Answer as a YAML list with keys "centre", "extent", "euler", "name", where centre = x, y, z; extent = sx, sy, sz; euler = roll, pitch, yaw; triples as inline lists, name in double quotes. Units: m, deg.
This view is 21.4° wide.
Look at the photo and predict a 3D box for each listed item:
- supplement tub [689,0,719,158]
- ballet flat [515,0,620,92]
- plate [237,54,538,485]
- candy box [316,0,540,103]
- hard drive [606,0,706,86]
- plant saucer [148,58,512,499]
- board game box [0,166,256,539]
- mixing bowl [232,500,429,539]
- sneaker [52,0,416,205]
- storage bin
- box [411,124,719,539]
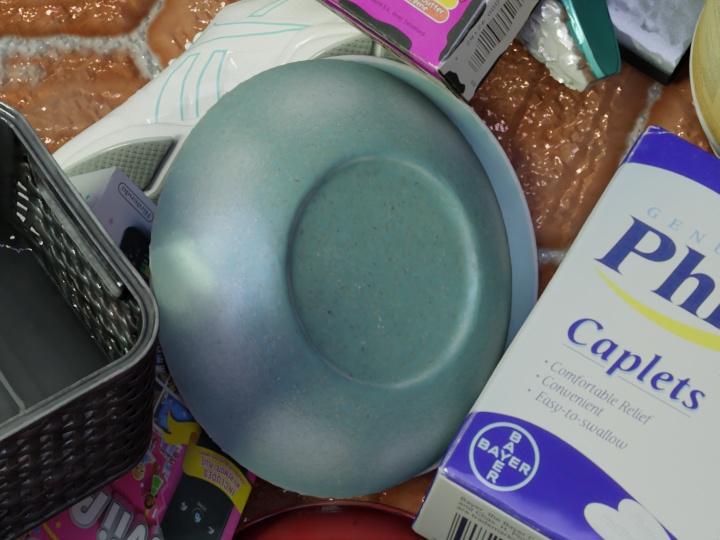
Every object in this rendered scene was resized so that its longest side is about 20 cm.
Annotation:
- centre: [0.226, -0.106, 0.858]
  extent: [0.143, 0.200, 0.146]
  euler: [-1, 78, 3]
  name: "supplement tub"
- centre: [0.074, -0.172, 0.926]
  extent: [0.071, 0.072, 0.201]
  euler: [-13, 76, 1]
  name: "ballet flat"
- centre: [0.000, 0.000, 0.896]
  extent: [0.199, 0.026, 0.202]
  euler: [4, 83, -34]
  name: "plate"
- centre: [0.048, -0.198, 0.863]
  extent: [0.136, 0.061, 0.201]
  euler: [37, 93, 20]
  name: "candy box"
- centre: [0.112, -0.204, 0.972]
  extent: [0.199, 0.033, 0.140]
  euler: [33, 82, 9]
  name: "hard drive"
- centre: [0.001, 0.002, 0.859]
  extent: [0.200, 0.039, 0.203]
  euler: [3, 85, -34]
  name: "plant saucer"
- centre: [-0.118, 0.080, 0.833]
  extent: [0.064, 0.148, 0.201]
  euler: [-9, 47, 41]
  name: "board game box"
- centre: [-0.013, 0.200, 0.856]
  extent: [0.198, 0.108, 0.202]
  euler: [-1, 79, 3]
  name: "mixing bowl"
- centre: [-0.070, -0.083, 0.947]
  extent: [0.199, 0.071, 0.081]
  euler: [-26, 48, 6]
  name: "sneaker"
- centre: [-0.186, 0.043, 0.706]
  extent: [0.199, 0.094, 0.135]
  euler: [-29, 67, -24]
  name: "storage bin"
- centre: [0.153, 0.069, 0.856]
  extent: [0.183, 0.105, 0.201]
  euler: [30, 68, 8]
  name: "box"
